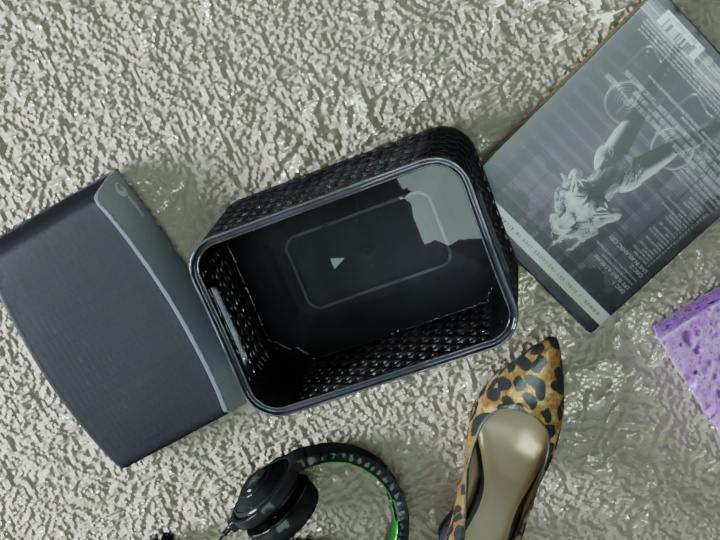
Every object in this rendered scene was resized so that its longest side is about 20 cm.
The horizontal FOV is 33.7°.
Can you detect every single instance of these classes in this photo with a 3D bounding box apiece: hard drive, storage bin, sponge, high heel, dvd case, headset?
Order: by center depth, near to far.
[{"bbox_3d":[0.000,0.000,0.821,0.198,0.094,0.136,-19,106,14],"label":"storage bin"},{"bbox_3d":[0.184,-0.073,0.838,0.149,0.016,0.200,43,104,-10],"label":"dvd case"},{"bbox_3d":[0.105,0.154,0.845,0.071,0.143,0.201,21,107,-4],"label":"high heel"},{"bbox_3d":[0.326,0.036,0.858,0.199,0.030,0.112,-33,103,12],"label":"sponge"},{"bbox_3d":[-0.181,0.044,0.877,0.134,0.042,0.201,-27,104,10],"label":"hard drive"},{"bbox_3d":[-0.063,0.202,0.919,0.198,0.094,0.125,-16,102,-9],"label":"headset"}]
